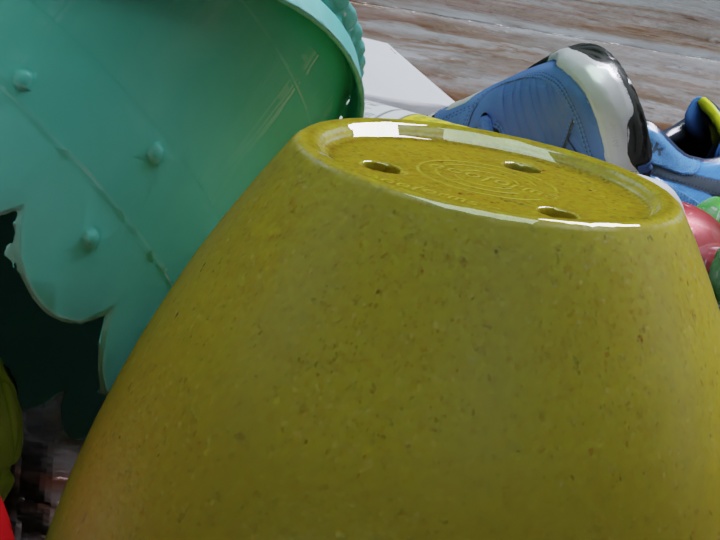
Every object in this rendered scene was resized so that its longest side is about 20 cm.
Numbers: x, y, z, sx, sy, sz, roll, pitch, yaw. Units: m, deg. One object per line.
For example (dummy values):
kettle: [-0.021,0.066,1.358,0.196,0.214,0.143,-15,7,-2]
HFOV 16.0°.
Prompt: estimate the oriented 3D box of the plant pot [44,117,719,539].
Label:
plant pot: [0.021,0.041,0.671,0.200,0.142,0.200,10,15,-3]

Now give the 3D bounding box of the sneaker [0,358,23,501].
sneaker: [-0.189,0.019,0.741,0.200,0.074,0.084,19,13,29]

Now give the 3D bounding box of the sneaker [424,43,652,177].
sneaker: [0.034,-0.020,0.950,0.077,0.076,0.200,-15,-14,-37]

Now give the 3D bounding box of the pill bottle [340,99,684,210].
pill bottle: [0.000,0.000,0.870,0.200,0.114,0.114,17,16,23]

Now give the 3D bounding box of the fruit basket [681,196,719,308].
fruit basket: [0.152,-0.006,1.053,0.200,0.094,0.185,7,15,-2]

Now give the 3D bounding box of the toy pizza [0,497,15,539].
toy pizza: [-0.144,0.020,0.602,0.200,0.032,0.200,50,19,-24]

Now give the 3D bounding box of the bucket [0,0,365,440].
bucket: [-0.105,-0.061,0.757,0.207,0.135,0.207,35,-17,12]

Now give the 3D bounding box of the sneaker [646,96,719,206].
sneaker: [0.192,-0.041,1.245,0.200,0.079,0.066,-1,16,-43]

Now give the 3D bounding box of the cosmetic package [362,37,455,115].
cosmetic package: [-0.020,-0.053,1.041,0.051,0.083,0.200,39,11,10]
